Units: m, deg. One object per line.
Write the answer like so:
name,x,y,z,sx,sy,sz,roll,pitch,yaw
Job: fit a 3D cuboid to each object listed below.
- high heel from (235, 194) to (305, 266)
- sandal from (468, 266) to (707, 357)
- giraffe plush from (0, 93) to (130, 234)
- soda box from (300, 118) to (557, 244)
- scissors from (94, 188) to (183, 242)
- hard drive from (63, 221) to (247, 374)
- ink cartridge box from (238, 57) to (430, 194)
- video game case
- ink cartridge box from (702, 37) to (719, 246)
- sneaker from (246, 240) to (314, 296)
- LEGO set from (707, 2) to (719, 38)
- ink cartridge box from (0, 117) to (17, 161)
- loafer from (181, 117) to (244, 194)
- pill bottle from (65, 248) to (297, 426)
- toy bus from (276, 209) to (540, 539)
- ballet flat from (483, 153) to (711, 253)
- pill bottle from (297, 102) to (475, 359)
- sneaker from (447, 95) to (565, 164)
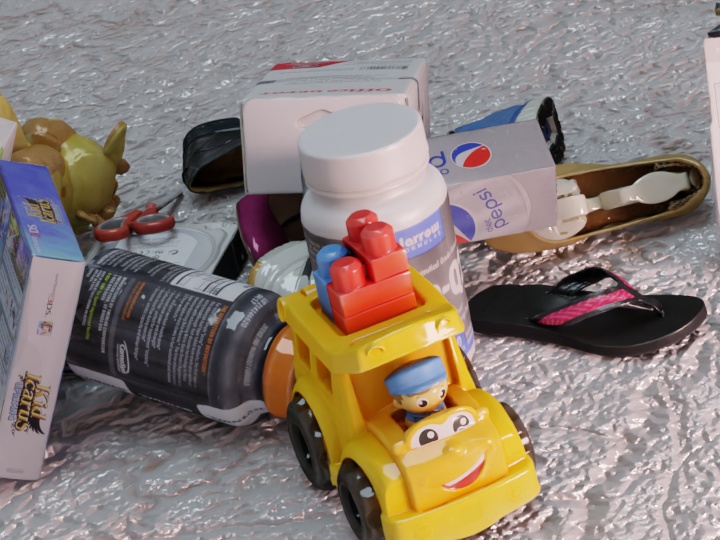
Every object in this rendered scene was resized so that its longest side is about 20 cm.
high heel,-0.054,-0.055,1.747,0.095,0.068,0.200,-20,23,9
sandal,0.167,0.026,1.529,0.198,0.045,0.075,4,31,30
giraffe plush,-0.286,-0.080,1.794,0.172,0.201,0.162,-22,10,41
soda box,0.055,-0.061,1.593,0.198,0.064,0.069,-11,41,-4
scissors,-0.201,-0.054,1.819,0.072,0.014,0.200,-11,13,1
hard drive,-0.187,0.022,1.698,0.138,0.038,0.200,-4,29,18
ink cartridge box,-0.018,-0.127,1.724,0.143,0.085,0.200,-1,14,7
video game case,-0.265,0.034,1.550,0.045,0.183,0.200,6,22,-20
ink cartridge box,0.347,-0.104,1.528,0.159,0.202,0.050,-8,27,8
sneaker,0.000,0.000,1.642,0.087,0.076,0.199,31,50,32
LEGO set,0.379,-0.157,1.653,0.153,0.202,0.116,-13,16,48
ink cartridge box,-0.346,-0.022,1.663,0.067,0.202,0.117,15,28,-4
loafer,-0.075,-0.112,1.880,0.198,0.073,0.073,-16,34,15
pill bottle,-0.120,0.056,1.514,0.198,0.107,0.106,15,37,26
toy bus,0.025,0.065,1.359,0.135,0.194,0.200,-19,29,-16
ballet flat,0.195,-0.061,1.648,0.198,0.069,0.063,-15,1,-4
pill bottle,0.017,-0.016,1.502,0.112,0.202,0.114,-10,27,5
sneaker,0.114,-0.088,1.755,0.088,0.079,0.200,-11,19,27
